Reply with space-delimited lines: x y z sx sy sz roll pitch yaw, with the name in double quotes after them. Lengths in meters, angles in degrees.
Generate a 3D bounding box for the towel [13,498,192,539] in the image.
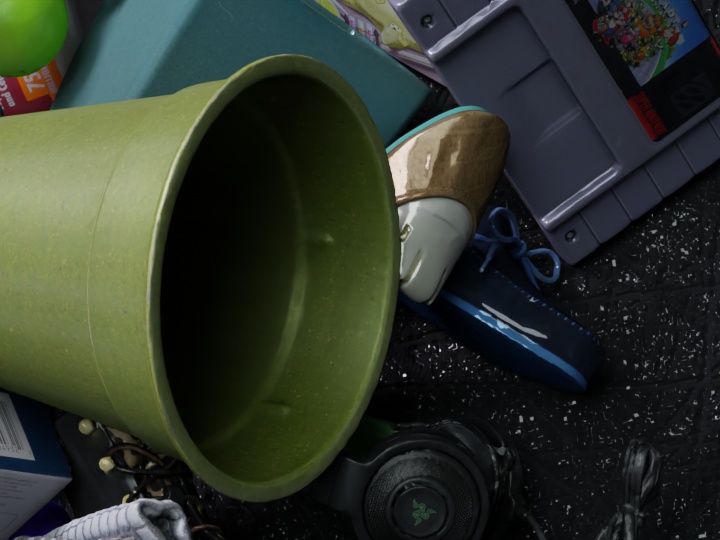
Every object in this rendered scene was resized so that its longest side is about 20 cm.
-0.116 0.214 1.136 0.085 0.165 0.201 -18 89 -30 "towel"

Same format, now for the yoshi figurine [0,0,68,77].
-0.174 -0.178 1.317 0.112 0.113 0.200 30 52 2 "yoshi figurine"

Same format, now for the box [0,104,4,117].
-0.269 0.020 1.269 0.047 0.192 0.201 8 105 54 "box"

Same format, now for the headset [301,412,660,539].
0.044 0.096 1.203 0.199 0.123 0.094 21 99 18 "headset"

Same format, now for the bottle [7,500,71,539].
-0.166 0.221 1.253 0.065 0.084 0.201 -10 72 -3 "bottle"

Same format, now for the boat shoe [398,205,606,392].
0.052 -0.010 1.281 0.200 0.084 0.069 34 78 27 "boat shoe"

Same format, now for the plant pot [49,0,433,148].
-0.091 -0.066 1.302 0.200 0.141 0.141 -55 25 5 "plant pot"

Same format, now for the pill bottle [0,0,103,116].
-0.239 -0.103 1.410 0.199 0.113 0.113 -19 62 11 "pill bottle"

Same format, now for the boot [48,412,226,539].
-0.087 0.125 1.199 0.073 0.200 0.151 -19 80 -29 "boot"

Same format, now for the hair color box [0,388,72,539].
-0.247 0.132 1.218 0.200 0.100 0.061 -42 57 25 "hair color box"

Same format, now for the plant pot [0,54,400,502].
-0.112 -0.005 1.143 0.189 0.200 0.201 7 69 32 "plant pot"

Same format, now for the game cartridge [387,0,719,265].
0.111 -0.106 1.236 0.129 0.200 0.038 -34 38 5 "game cartridge"

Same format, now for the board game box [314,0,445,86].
0.039 -0.153 1.327 0.200 0.120 0.032 32 56 29 "board game box"

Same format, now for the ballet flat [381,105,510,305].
0.000 0.000 1.221 0.200 0.068 0.073 -34 42 19 "ballet flat"
